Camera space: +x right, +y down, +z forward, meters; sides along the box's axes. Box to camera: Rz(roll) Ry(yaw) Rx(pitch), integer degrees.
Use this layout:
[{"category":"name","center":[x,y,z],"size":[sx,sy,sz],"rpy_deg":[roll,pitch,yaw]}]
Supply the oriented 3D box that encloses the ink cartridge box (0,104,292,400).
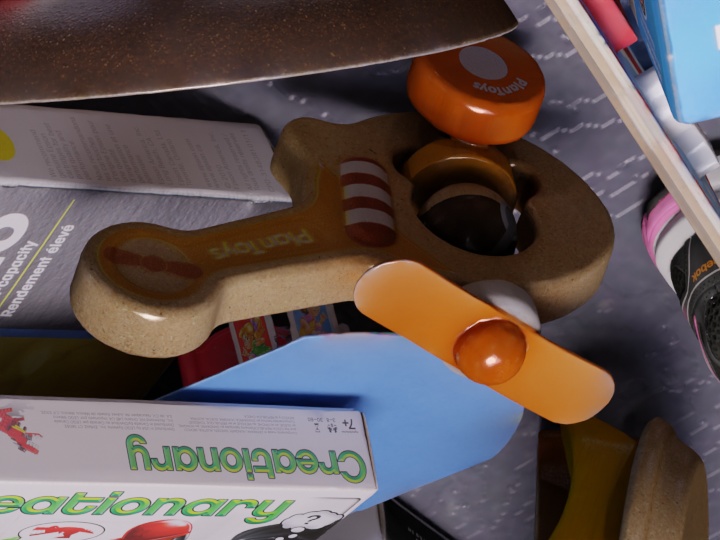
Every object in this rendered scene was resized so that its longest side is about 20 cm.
[{"category":"ink cartridge box","center":[-0.149,0.023,0.981],"size":[0.199,0.047,0.198],"rpy_deg":[0,140,-46]}]

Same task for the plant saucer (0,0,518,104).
[{"category":"plant saucer","center":[-0.053,-0.078,0.874],"size":[0.199,0.200,0.032],"rpy_deg":[-7,100,-1]}]

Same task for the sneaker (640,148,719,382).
[{"category":"sneaker","center":[0.175,0.046,1.066],"size":[0.080,0.087,0.200],"rpy_deg":[-38,128,27]}]

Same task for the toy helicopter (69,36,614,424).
[{"category":"toy helicopter","center":[0.000,0.000,0.934],"size":[0.199,0.132,0.079],"rpy_deg":[-12,140,-35]}]

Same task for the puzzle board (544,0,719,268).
[{"category":"puzzle board","center":[0.054,-0.110,0.865],"size":[0.017,0.151,0.200],"rpy_deg":[-29,129,11]}]

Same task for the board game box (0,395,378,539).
[{"category":"board game box","center":[-0.110,0.083,0.984],"size":[0.199,0.035,0.126],"rpy_deg":[3,151,-31]}]

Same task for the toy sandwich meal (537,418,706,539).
[{"category":"toy sandwich meal","center":[0.085,0.141,1.062],"size":[0.070,0.206,0.206],"rpy_deg":[4,134,12]}]

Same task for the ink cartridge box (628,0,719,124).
[{"category":"ink cartridge box","center":[0.100,-0.163,0.790],"size":[0.084,0.146,0.201],"rpy_deg":[-10,115,3]}]

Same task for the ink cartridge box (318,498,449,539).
[{"category":"ink cartridge box","center":[-0.035,0.171,1.189],"size":[0.200,0.037,0.095],"rpy_deg":[-35,128,25]}]

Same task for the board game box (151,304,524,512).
[{"category":"board game box","center":[-0.040,0.052,1.046],"size":[0.199,0.039,0.158],"rpy_deg":[-23,153,22]}]
